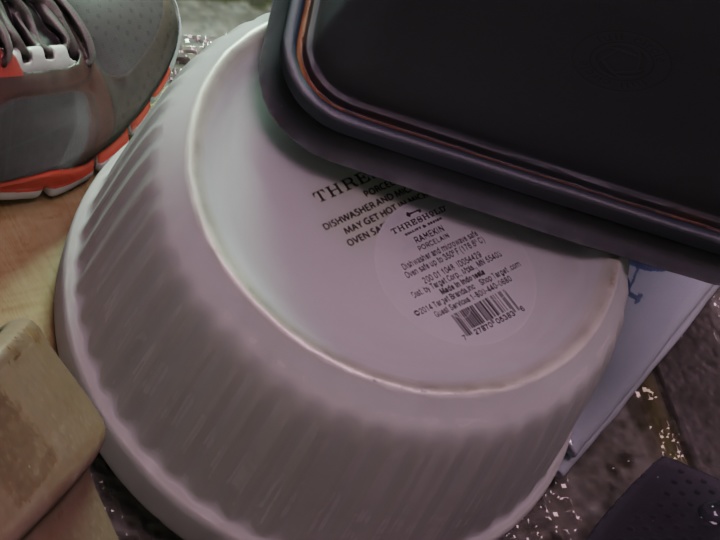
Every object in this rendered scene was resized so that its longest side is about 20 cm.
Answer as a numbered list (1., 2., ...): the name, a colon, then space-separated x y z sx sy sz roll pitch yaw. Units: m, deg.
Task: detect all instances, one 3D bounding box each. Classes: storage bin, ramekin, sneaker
1. storage bin: 0.087 -0.105 0.790 0.198 0.134 0.147 18 61 -12
2. ramekin: 0.000 0.000 0.846 0.198 0.105 0.202 12 54 -16
3. sneaker: -0.130 -0.070 0.858 0.077 0.082 0.200 43 50 11

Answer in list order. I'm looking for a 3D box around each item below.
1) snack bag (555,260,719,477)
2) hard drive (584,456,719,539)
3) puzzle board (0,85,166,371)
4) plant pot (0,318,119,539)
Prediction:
1. snack bag: 0.051 -0.033 0.980 0.200 0.021 0.189 39 47 6
2. hard drive: 0.125 0.143 0.820 0.134 0.043 0.200 23 29 14
3. puzzle board: -0.127 -0.033 0.897 0.150 0.017 0.201 -15 62 -32
4. plant pot: -0.116 0.139 0.669 0.175 0.200 0.200 51 48 -5
